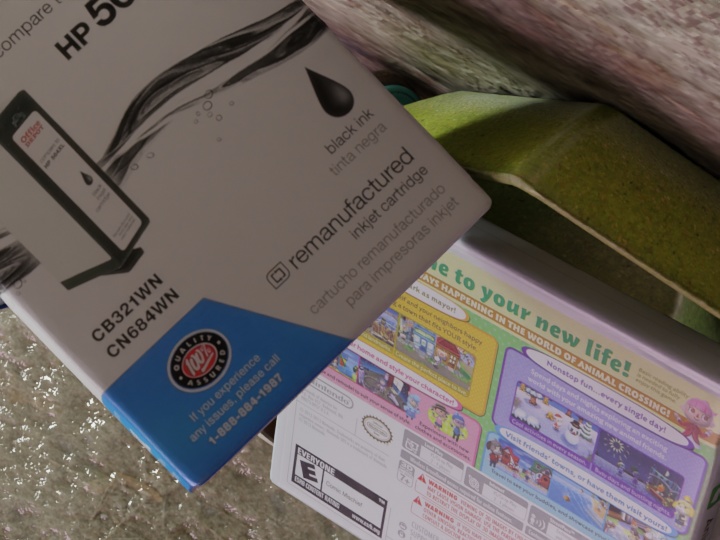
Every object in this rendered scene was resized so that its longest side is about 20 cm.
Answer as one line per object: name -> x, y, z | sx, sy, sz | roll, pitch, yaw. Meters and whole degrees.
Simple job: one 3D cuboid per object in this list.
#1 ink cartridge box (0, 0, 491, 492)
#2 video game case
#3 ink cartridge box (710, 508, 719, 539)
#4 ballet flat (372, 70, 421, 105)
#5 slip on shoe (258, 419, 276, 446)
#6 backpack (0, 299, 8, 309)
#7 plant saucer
ink cartridge box -> -0.076, -0.042, 0.692 | 0.200, 0.146, 0.084 | 45, 173, 1
video game case -> 0.052, 0.064, 0.788 | 0.200, 0.022, 0.182 | 30, 133, 26
ink cartridge box -> 0.198, 0.095, 0.807 | 0.200, 0.068, 0.115 | 13, -176, 19
ballet flat -> 0.000, 0.000, 0.901 | 0.068, 0.200, 0.067 | -16, -155, -28
slip on shoe -> -0.012, 0.074, 1.062 | 0.200, 0.076, 0.061 | 38, 177, -16
backpack -> -0.203, -0.075, 1.145 | 0.147, 0.200, 0.183 | 29, 175, 19
plant saucer -> 0.107, -0.013, 0.772 | 0.200, 0.048, 0.200 | 31, 176, -21
